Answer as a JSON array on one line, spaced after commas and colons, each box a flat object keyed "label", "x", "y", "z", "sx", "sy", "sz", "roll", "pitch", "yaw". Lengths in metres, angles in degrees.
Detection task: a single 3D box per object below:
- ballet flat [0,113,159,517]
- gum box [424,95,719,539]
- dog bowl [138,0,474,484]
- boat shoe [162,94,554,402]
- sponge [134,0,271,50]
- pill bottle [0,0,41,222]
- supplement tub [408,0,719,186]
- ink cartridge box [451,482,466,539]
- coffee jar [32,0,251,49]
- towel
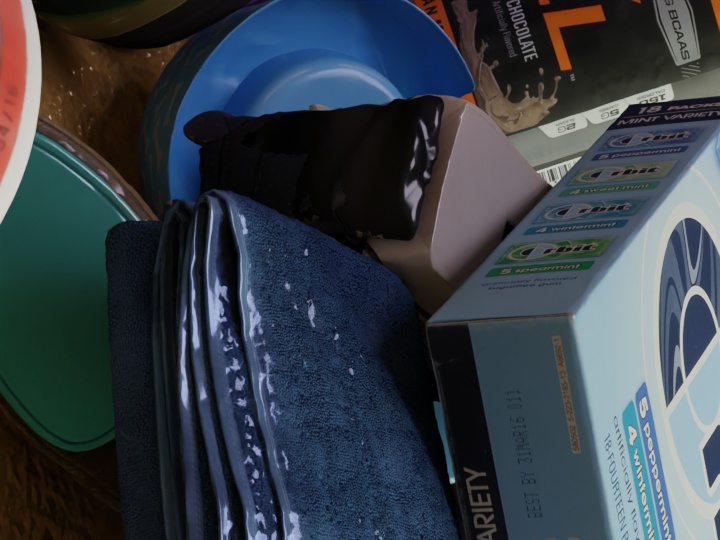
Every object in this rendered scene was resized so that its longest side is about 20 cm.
[{"label": "ballet flat", "x": -0.055, "y": 0.034, "z": 0.781, "sx": 0.200, "sy": 0.068, "sz": 0.072, "roll": 48, "pitch": 2, "yaw": -13}, {"label": "gum box", "x": 0.084, "y": 0.058, "z": 0.806, "sx": 0.200, "sy": 0.044, "sz": 0.171, "roll": -44, "pitch": 126, "yaw": -62}, {"label": "dog bowl", "x": 0.000, "y": 0.000, "z": 0.896, "sx": 0.111, "sy": 0.050, "sz": 0.200, "roll": -37, "pitch": 115, "yaw": -18}, {"label": "boat shoe", "x": 0.018, "y": 0.004, "z": 0.845, "sx": 0.200, "sy": 0.092, "sz": 0.075, "roll": 49, "pitch": 50, "yaw": -54}, {"label": "sponge", "x": 0.005, "y": -0.152, "z": 0.908, "sx": 0.030, "sy": 0.199, "sz": 0.112, "roll": 103, "pitch": -30, "yaw": -81}, {"label": "pill bottle", "x": -0.162, "y": -0.056, "z": 0.551, "sx": 0.200, "sy": 0.116, "sz": 0.116, "roll": 25, "pitch": 51, "yaw": -60}, {"label": "supplement tub", "x": 0.079, "y": -0.085, "z": 0.979, "sx": 0.123, "sy": 0.199, "sz": 0.123, "roll": -18, "pitch": 90, "yaw": -88}, {"label": "ink cartridge box", "x": 0.036, "y": 0.182, "z": 0.828, "sx": 0.165, "sy": 0.075, "sz": 0.200, "roll": 66, "pitch": 33, "yaw": -22}, {"label": "coffee jar", "x": -0.100, "y": -0.132, "z": 0.784, "sx": 0.200, "sy": 0.085, "sz": 0.105, "roll": 22, "pitch": 46, "yaw": -60}, {"label": "towel", "x": -0.009, "y": 0.082, "z": 0.693, "sx": 0.112, "sy": 0.048, "sz": 0.201, "roll": 25, "pitch": 49, "yaw": -49}]
